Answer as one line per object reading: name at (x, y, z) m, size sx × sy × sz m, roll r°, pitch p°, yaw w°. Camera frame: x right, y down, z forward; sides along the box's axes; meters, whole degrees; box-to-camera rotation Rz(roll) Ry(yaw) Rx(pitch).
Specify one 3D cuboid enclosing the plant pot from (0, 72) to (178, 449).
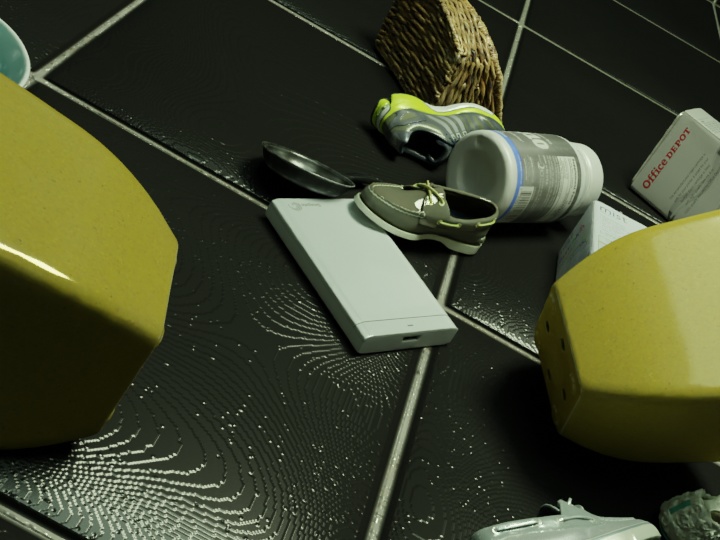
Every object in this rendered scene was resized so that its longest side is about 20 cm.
plant pot at (-0.243, 0.008, 0.762) m, size 0.198 × 0.196 × 0.196 m, roll 25°, pitch 32°, yaw -20°

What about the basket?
basket at (0.137, -0.319, 1.544) m, size 0.147 × 0.144 × 0.201 m, roll 5°, pitch 41°, yaw -33°

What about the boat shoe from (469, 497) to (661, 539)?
boat shoe at (0.175, 0.228, 0.909) m, size 0.198 × 0.070 × 0.072 m, roll -2°, pitch 47°, yaw -37°

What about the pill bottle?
pill bottle at (0.213, -0.118, 1.363) m, size 0.198 × 0.115 × 0.114 m, roll -3°, pitch 45°, yaw -42°

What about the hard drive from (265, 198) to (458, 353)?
hard drive at (0.000, 0.000, 1.113) m, size 0.131 × 0.027 × 0.201 m, roll -2°, pitch 45°, yaw -41°

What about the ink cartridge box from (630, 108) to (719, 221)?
ink cartridge box at (0.529, -0.125, 1.598) m, size 0.200 × 0.148 × 0.082 m, roll 45°, pitch 34°, yaw 20°

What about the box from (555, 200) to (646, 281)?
box at (0.339, 0.032, 1.280) m, size 0.198 × 0.097 × 0.177 m, roll 28°, pitch 32°, yaw -4°

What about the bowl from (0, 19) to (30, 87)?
bowl at (-0.400, -0.163, 0.933) m, size 0.198 × 0.106 × 0.202 m, roll 21°, pitch 34°, yaw -14°

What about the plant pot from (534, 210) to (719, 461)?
plant pot at (0.283, 0.078, 1.048) m, size 0.196 × 0.195 × 0.198 m, roll -7°, pitch 62°, yaw -6°

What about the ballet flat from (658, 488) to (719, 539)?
ballet flat at (0.383, 0.254, 1.049) m, size 0.197 × 0.072 × 0.072 m, roll 15°, pitch 35°, yaw -25°

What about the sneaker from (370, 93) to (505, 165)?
sneaker at (0.110, -0.172, 1.405) m, size 0.197 × 0.074 × 0.082 m, roll 2°, pitch 48°, yaw -27°

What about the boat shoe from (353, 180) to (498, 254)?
boat shoe at (0.078, -0.071, 1.217) m, size 0.200 × 0.061 × 0.073 m, roll 13°, pitch 36°, yaw -42°

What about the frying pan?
frying pan at (-0.050, -0.114, 1.220) m, size 0.114 × 0.031 × 0.190 m, roll 28°, pitch 11°, yaw 12°
